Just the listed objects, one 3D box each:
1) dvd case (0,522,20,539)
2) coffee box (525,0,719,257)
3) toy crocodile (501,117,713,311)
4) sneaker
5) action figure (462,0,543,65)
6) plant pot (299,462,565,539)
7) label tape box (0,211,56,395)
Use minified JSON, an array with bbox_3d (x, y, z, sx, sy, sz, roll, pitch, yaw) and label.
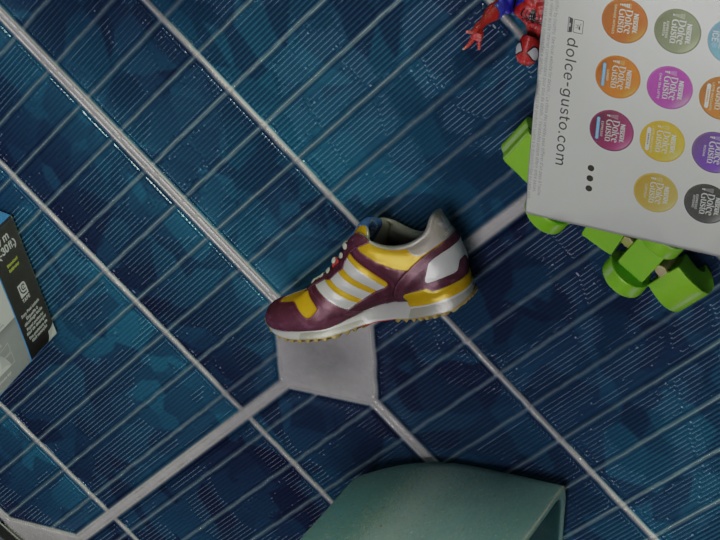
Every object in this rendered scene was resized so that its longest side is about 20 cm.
[{"bbox_3d":[-0.468,0.284,1.964,0.200,0.025,0.150,43,130,-4],"label":"dvd case"},{"bbox_3d":[0.239,-0.150,1.206,0.196,0.200,0.201,14,127,17],"label":"coffee box"},{"bbox_3d":[0.194,-0.043,1.397,0.200,0.062,0.068,40,130,3],"label":"toy crocodile"},{"bbox_3d":[0.000,0.000,1.517,0.199,0.075,0.091,-12,107,25],"label":"sneaker"},{"bbox_3d":[0.129,-0.224,1.282,0.065,0.099,0.201,20,130,14],"label":"action figure"},{"bbox_3d":[0.051,0.288,1.607,0.199,0.196,0.197,18,128,25],"label":"plant pot"},{"bbox_3d":[-0.371,0.015,1.658,0.066,0.143,0.201,1,121,26],"label":"label tape box"}]
